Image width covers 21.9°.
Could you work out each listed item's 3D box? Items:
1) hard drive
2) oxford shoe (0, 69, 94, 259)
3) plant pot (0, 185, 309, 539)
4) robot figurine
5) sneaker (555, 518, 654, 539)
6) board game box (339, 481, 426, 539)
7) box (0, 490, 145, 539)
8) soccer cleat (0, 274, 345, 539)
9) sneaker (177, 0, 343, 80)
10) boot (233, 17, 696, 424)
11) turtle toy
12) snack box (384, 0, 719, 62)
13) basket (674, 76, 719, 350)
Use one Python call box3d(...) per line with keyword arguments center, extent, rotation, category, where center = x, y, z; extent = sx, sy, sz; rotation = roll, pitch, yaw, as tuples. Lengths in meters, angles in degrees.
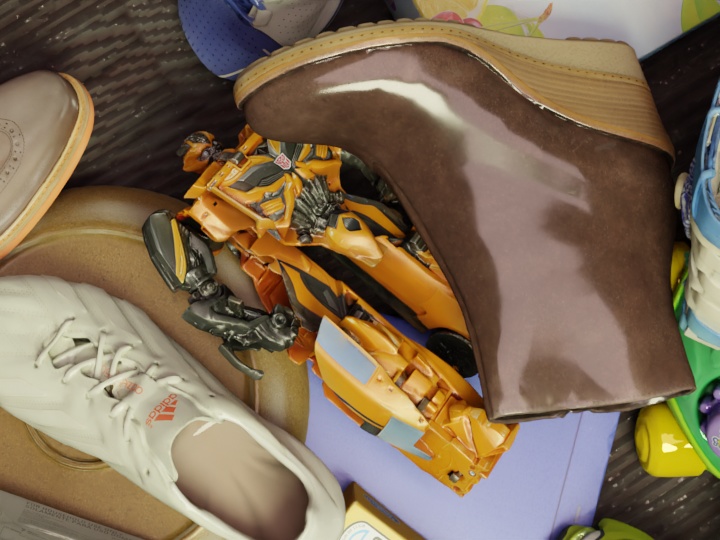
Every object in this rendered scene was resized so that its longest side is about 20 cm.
box3d(center=(0.016, 0.092, 0.890), extent=(0.198, 0.025, 0.133), rotation=(16, 85, -6), category="hard drive")
box3d(center=(-0.209, -0.031, 0.836), extent=(0.199, 0.073, 0.071), rotation=(-38, 58, -8), category="oxford shoe")
box3d(center=(-0.123, 0.059, 0.857), extent=(0.198, 0.027, 0.203), rotation=(0, 84, 4), category="plant pot")
box3d(center=(0.000, 0.000, 0.846), extent=(0.200, 0.058, 0.145), rotation=(40, 52, -3), category="robot figurine")
box3d(center=(0.177, 0.188, 0.869), extent=(0.199, 0.081, 0.074), rotation=(29, 84, -16), category="sneaker")
box3d(center=(0.029, 0.220, 0.860), extent=(0.199, 0.040, 0.154), rotation=(37, 93, -6), category="board game box")
box3d(center=(-0.155, 0.209, 0.820), extent=(0.115, 0.060, 0.202), rotation=(18, 101, -5), category="box")
box3d(center=(-0.092, 0.060, 0.803), extent=(0.199, 0.078, 0.070), rotation=(31, 87, 6), category="soccer cleat")
box3d(center=(-0.035, -0.157, 0.808), extent=(0.081, 0.199, 0.115), rotation=(55, 41, 5), category="sneaker")
box3d(center=(0.048, -0.019, 0.803), extent=(0.198, 0.072, 0.168), rotation=(-2, 75, -14), category="boot")
box3d(center=(0.207, 0.063, 0.876), extent=(0.144, 0.101, 0.202), rotation=(-3, 87, -7), category="turtle toy")
box3d(center=(0.080, -0.184, 0.892), extent=(0.168, 0.068, 0.201), rotation=(-29, 92, -7), category="snack box")
box3d(center=(0.208, -0.048, 0.750), extent=(0.138, 0.201, 0.177), rotation=(28, 53, 3), category="basket")
